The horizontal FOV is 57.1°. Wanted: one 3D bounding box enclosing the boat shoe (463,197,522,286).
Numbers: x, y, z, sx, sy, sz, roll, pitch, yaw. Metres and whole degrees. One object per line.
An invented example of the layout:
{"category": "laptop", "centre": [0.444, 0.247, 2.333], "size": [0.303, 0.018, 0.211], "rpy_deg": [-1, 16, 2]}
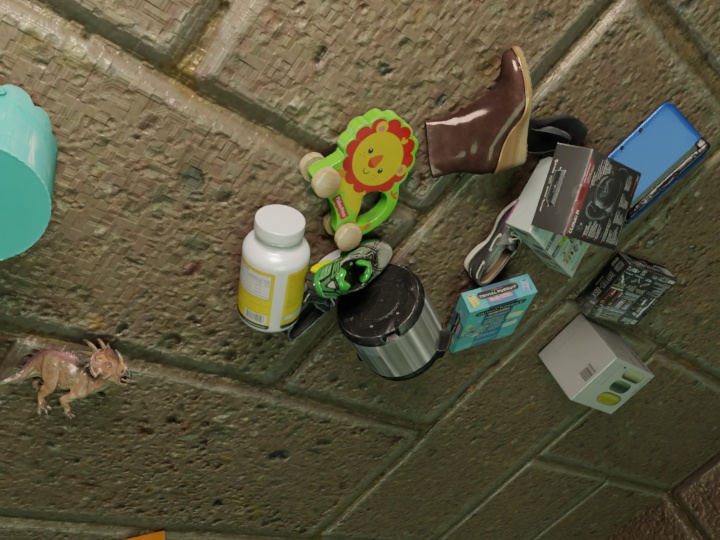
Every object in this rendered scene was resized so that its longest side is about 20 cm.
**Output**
{"category": "boat shoe", "centre": [0.280, -0.056, 1.284], "size": [0.073, 0.061, 0.200], "rpy_deg": [23, 117, -37]}

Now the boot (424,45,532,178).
{"category": "boot", "centre": [0.186, -0.248, 1.061], "size": [0.164, 0.073, 0.202], "rpy_deg": [-6, 117, -1]}

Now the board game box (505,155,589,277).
{"category": "board game box", "centre": [0.374, -0.099, 1.251], "size": [0.199, 0.064, 0.148], "rpy_deg": [34, 85, -42]}

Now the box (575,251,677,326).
{"category": "box", "centre": [0.625, 0.048, 1.552], "size": [0.198, 0.050, 0.158], "rpy_deg": [12, 124, -33]}

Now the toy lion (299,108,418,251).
{"category": "toy lion", "centre": [0.010, -0.154, 1.073], "size": [0.190, 0.069, 0.201], "rpy_deg": [-30, 137, -8]}

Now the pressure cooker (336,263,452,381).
{"category": "pressure cooker", "centre": [0.062, 0.108, 1.243], "size": [0.178, 0.176, 0.201], "rpy_deg": [-34, 136, -2]}

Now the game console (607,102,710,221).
{"category": "game console", "centre": [0.572, -0.210, 1.315], "size": [0.200, 0.119, 0.170], "rpy_deg": [-45, 164, 18]}

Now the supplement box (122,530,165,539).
{"category": "supplement box", "centre": [-0.528, 0.726, 1.601], "size": [0.125, 0.074, 0.202], "rpy_deg": [-7, 133, -19]}

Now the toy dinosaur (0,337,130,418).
{"category": "toy dinosaur", "centre": [-0.488, 0.167, 1.111], "size": [0.198, 0.086, 0.137], "rpy_deg": [15, 113, -15]}

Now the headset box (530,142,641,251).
{"category": "headset box", "centre": [0.393, -0.128, 1.161], "size": [0.198, 0.077, 0.151], "rpy_deg": [9, 101, -40]}

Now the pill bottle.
{"category": "pill bottle", "centre": [-0.143, -0.003, 1.094], "size": [0.111, 0.112, 0.202], "rpy_deg": [-4, 131, -22]}

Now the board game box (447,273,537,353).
{"category": "board game box", "centre": [0.267, 0.093, 1.385], "size": [0.149, 0.047, 0.201], "rpy_deg": [-15, 152, -13]}

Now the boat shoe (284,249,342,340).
{"category": "boat shoe", "centre": [-0.072, 0.046, 1.201], "size": [0.200, 0.068, 0.072], "rpy_deg": [-43, 134, 12]}

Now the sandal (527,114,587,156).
{"category": "sandal", "centre": [0.313, -0.230, 1.154], "size": [0.198, 0.043, 0.077], "rpy_deg": [-4, 131, -22]}

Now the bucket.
{"category": "bucket", "centre": [-0.476, -0.119, 0.812], "size": [0.205, 0.135, 0.209], "rpy_deg": [-13, 134, -14]}

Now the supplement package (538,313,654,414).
{"category": "supplement package", "centre": [0.579, 0.232, 1.624], "size": [0.199, 0.151, 0.152], "rpy_deg": [23, 117, -39]}

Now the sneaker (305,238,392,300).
{"category": "sneaker", "centre": [0.000, 0.000, 1.127], "size": [0.200, 0.084, 0.079], "rpy_deg": [-33, 112, -48]}
